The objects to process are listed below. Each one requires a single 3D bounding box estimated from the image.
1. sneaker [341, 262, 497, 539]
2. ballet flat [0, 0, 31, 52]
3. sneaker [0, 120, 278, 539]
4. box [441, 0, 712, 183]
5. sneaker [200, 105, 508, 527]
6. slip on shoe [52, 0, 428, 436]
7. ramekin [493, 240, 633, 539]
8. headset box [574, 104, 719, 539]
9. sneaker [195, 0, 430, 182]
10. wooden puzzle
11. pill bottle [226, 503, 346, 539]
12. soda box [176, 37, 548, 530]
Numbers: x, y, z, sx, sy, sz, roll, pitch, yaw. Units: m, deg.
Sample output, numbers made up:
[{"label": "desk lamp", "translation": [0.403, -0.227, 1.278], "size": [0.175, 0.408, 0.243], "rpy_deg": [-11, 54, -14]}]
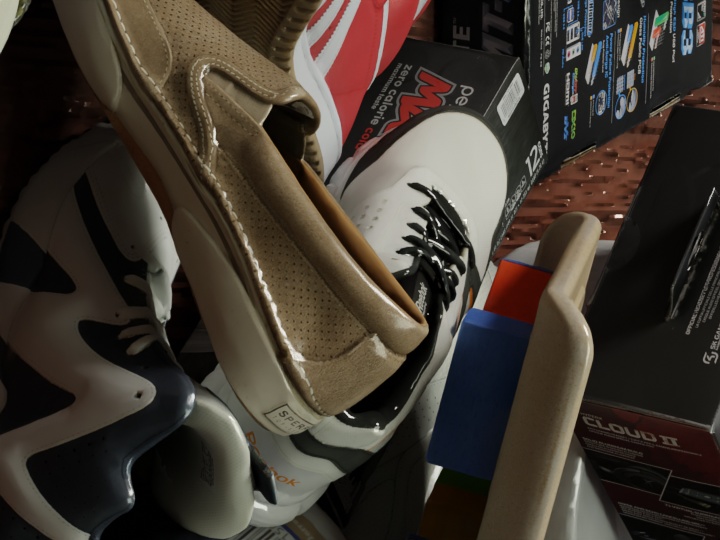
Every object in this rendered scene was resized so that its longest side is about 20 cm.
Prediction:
[{"label": "sneaker", "translation": [0.002, 0.067, 1.160], "size": [0.092, 0.076, 0.200], "rpy_deg": [53, 55, -27]}, {"label": "ballet flat", "translation": [-0.152, -0.055, 0.811], "size": [0.201, 0.072, 0.072], "rpy_deg": [-54, 143, -38]}, {"label": "sneaker", "translation": [-0.069, 0.036, 0.933], "size": [0.199, 0.129, 0.080], "rpy_deg": [-57, 146, -36]}, {"label": "box", "translation": [0.102, -0.158, 1.265], "size": [0.198, 0.049, 0.201], "rpy_deg": [-32, 127, -55]}, {"label": "sneaker", "translation": [0.014, 0.009, 1.007], "size": [0.074, 0.080, 0.200], "rpy_deg": [42, 48, -14]}, {"label": "slip on shoe", "translation": [-0.042, -0.046, 0.919], "size": [0.201, 0.060, 0.076], "rpy_deg": [66, 15, 21]}, {"label": "ramekin", "translation": [0.101, 0.077, 1.304], "size": [0.202, 0.094, 0.203], "rpy_deg": [-32, 127, -55]}, {"label": "headset box", "translation": [0.161, 0.036, 1.218], "size": [0.149, 0.077, 0.200], "rpy_deg": [-65, 151, -24]}, {"label": "sneaker", "translation": [-0.019, -0.124, 1.012], "size": [0.113, 0.071, 0.200], "rpy_deg": [-59, 163, -29]}, {"label": "wooden puzzle", "translation": [0.045, 0.078, 1.038], "size": [0.200, 0.046, 0.186], "rpy_deg": [-68, 173, -78]}, {"label": "pill bottle", "translation": [-0.088, 0.153, 0.962], "size": [0.200, 0.111, 0.111], "rpy_deg": [-36, 131, -52]}, {"label": "soda box", "translation": [0.000, 0.000, 1.110], "size": [0.200, 0.070, 0.063], "rpy_deg": [-59, 148, -32]}]
